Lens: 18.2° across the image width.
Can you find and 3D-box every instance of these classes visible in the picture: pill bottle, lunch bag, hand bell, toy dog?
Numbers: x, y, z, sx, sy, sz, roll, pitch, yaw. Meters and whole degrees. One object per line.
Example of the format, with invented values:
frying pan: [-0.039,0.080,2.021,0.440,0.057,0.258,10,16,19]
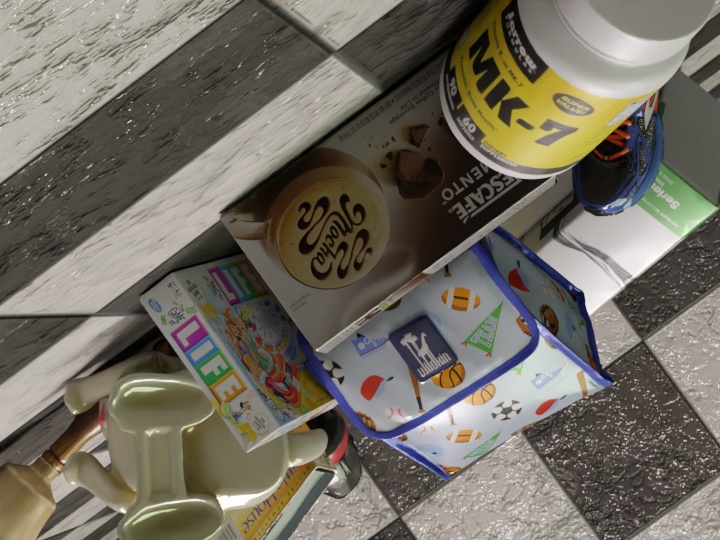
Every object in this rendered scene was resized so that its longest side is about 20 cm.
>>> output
pill bottle: [0.133,-0.142,1.384,0.114,0.114,0.200,-33,174,-26]
lunch bag: [0.069,0.055,1.708,0.170,0.124,0.200,-32,140,17]
hand bell: [-0.245,0.149,1.833,0.200,0.104,0.104,-48,176,-6]
toy dog: [-0.139,0.116,1.750,0.194,0.140,0.200,-16,-166,-16]

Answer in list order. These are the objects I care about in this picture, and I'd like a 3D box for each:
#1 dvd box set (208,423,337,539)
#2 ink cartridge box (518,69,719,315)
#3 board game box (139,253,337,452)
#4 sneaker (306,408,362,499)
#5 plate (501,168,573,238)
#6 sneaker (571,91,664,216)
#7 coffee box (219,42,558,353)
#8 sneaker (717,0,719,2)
dvd box set: [-0.110,0.148,1.846,0.029,0.200,0.146,15,118,-44]
ink cartridge box: [0.221,-0.060,1.931,0.200,0.083,0.147,-44,-164,36]
board game box: [-0.078,0.055,1.666,0.034,0.135,0.200,-38,175,16]
sneaker: [-0.071,0.139,1.910,0.200,0.098,0.071,23,-113,46]
plate: [0.184,-0.126,1.980,0.200,0.032,0.200,-44,-165,34]
sneaker: [0.201,-0.141,1.760,0.078,0.075,0.200,16,85,-63]
coffee box: [0.021,-0.048,1.515,0.200,0.113,0.080,-36,175,2]
sneaker: [0.206,-0.186,1.528,0.147,0.081,0.200,-52,-178,-4]
